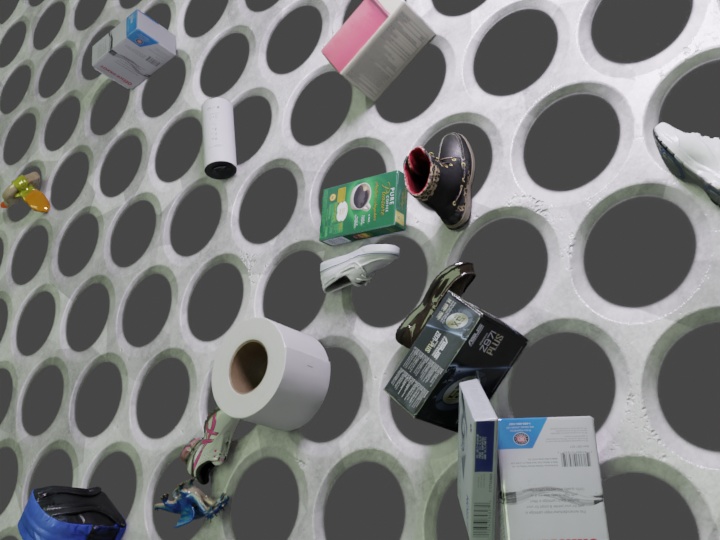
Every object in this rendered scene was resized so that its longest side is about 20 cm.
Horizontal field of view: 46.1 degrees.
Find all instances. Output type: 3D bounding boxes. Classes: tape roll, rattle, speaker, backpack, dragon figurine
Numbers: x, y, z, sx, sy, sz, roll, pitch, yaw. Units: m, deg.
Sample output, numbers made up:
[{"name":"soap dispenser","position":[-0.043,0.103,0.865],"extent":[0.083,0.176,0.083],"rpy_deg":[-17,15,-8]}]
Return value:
[{"name":"tape roll","position":[-0.178,0.207,1.685],"extent":[0.202,0.139,0.204],"rpy_deg":[-16,62,33]},{"name":"rattle","position":[-1.042,-0.208,2.645],"extent":[0.200,0.143,0.130],"rpy_deg":[-40,17,39]},{"name":"speaker","position":[-0.350,-0.326,2.091],"extent":[0.081,0.081,0.201],"rpy_deg":[-26,57,29]},{"name":"backpack","position":[-0.651,0.576,1.875],"extent":[0.162,0.200,0.168],"rpy_deg":[24,88,42]},{"name":"dragon figurine","position":[-0.360,0.495,1.753],"extent":[0.200,0.059,0.100],"rpy_deg":[-35,79,25]}]

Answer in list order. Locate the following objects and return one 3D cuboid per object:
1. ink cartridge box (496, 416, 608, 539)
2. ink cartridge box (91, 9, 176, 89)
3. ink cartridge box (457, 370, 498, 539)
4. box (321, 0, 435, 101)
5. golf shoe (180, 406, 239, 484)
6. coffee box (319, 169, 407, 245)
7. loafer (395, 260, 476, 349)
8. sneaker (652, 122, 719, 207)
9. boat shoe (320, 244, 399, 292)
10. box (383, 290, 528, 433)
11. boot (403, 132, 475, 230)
[{"name":"ink cartridge box","position":[0.276,0.325,1.249],"extent":[0.144,0.084,0.201],"rpy_deg":[-1,66,1]},{"name":"ink cartridge box","position":[-0.647,-0.628,2.419],"extent":[0.199,0.145,0.084],"rpy_deg":[-27,56,28]},{"name":"ink cartridge box","position":[0.173,0.279,1.300],"extent":[0.040,0.200,0.201],"rpy_deg":[0,103,-1]},{"name":"box","position":[0.037,-0.488,1.810],"extent":[0.200,0.128,0.109],"rpy_deg":[-46,49,13]},{"name":"golf shoe","position":[-0.295,0.357,1.768],"extent":[0.092,0.072,0.200],"rpy_deg":[49,115,32]},{"name":"coffee box","position":[0.006,-0.125,1.739],"extent":[0.199,0.044,0.124],"rpy_deg":[-12,65,36]},{"name":"loafer","position":[0.149,0.072,1.529],"extent":[0.071,0.073,0.200],"rpy_deg":[46,108,31]},{"name":"sneaker","position":[0.539,-0.172,1.316],"extent":[0.087,0.075,0.200],"rpy_deg":[-42,56,2]},{"name":"boat shoe","position":[0.000,0.000,1.681],"extent":[0.200,0.073,0.066],"rpy_deg":[-20,64,43]},{"name":"box","position":[0.162,0.156,1.411],"extent":[0.086,0.164,0.200],"rpy_deg":[38,96,43]},{"name":"boot","position":[0.146,-0.191,1.578],"extent":[0.073,0.150,0.201],"rpy_deg":[-10,66,36]}]
